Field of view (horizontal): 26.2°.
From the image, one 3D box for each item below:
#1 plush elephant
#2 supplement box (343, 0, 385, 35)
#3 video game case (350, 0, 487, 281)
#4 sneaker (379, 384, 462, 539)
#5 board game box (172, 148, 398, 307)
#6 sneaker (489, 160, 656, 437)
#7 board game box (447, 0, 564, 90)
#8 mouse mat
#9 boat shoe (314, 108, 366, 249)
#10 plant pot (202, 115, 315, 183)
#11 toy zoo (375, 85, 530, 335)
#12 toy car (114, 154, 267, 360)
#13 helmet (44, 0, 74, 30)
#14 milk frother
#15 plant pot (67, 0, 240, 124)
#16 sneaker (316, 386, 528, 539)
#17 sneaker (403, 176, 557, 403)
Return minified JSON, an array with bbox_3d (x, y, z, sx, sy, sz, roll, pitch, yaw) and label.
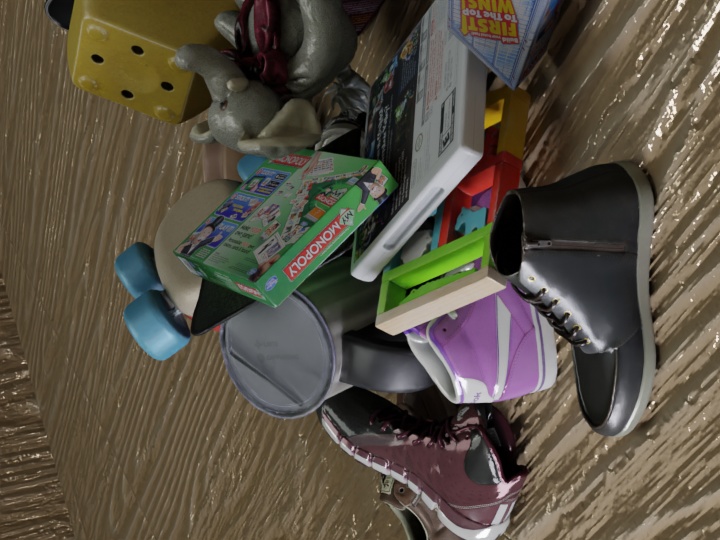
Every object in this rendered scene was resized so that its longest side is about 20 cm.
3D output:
[{"bbox_3d":[-0.086,-0.169,1.294,0.164,0.155,0.200,4,135,53],"label":"plush elephant"},{"bbox_3d":[-0.021,-0.290,1.346,0.200,0.085,0.111,138,119,-64],"label":"supplement box"},{"bbox_3d":[0.047,-0.118,1.198,0.182,0.023,0.201,-49,29,48],"label":"video game case"},{"bbox_3d":[0.052,0.179,1.394,0.070,0.075,0.201,162,96,-67],"label":"sneaker"},{"bbox_3d":[-0.065,-0.040,1.229,0.029,0.135,0.200,51,167,-22],"label":"board game box"},{"bbox_3d":[0.142,0.027,1.073,0.075,0.106,0.201,-151,54,-61],"label":"sneaker"},{"bbox_3d":[0.078,-0.234,1.074,0.199,0.062,0.201,20,136,22],"label":"board game box"},{"bbox_3d":[-0.067,-0.035,1.278,0.008,0.160,0.200,51,-158,-25],"label":"mouse mat"},{"bbox_3d":[0.006,-0.052,1.421,0.060,0.074,0.201,-62,-40,-56],"label":"boat shoe"},{"bbox_3d":[-0.089,-0.082,1.591,0.201,0.092,0.202,-140,45,-55],"label":"plant pot"},{"bbox_3d":[0.072,-0.059,1.181,0.131,0.020,0.201,-25,46,47],"label":"toy zoo"},{"bbox_3d":[-0.096,0.026,1.452,0.200,0.184,0.177,48,-171,-32],"label":"toy car"},{"bbox_3d":[-0.283,-0.380,1.798,0.200,0.190,0.201,-20,-90,-78],"label":"helmet"},{"bbox_3d":[0.000,0.000,1.290,0.180,0.188,0.201,-5,100,35],"label":"milk frother"},{"bbox_3d":[-0.192,-0.264,1.525,0.194,0.195,0.201,119,170,-57],"label":"plant pot"},{"bbox_3d":[0.061,0.131,1.312,0.200,0.076,0.116,35,129,11],"label":"sneaker"},{"bbox_3d":[0.082,0.004,1.199,0.073,0.114,0.202,158,102,-68],"label":"sneaker"}]
